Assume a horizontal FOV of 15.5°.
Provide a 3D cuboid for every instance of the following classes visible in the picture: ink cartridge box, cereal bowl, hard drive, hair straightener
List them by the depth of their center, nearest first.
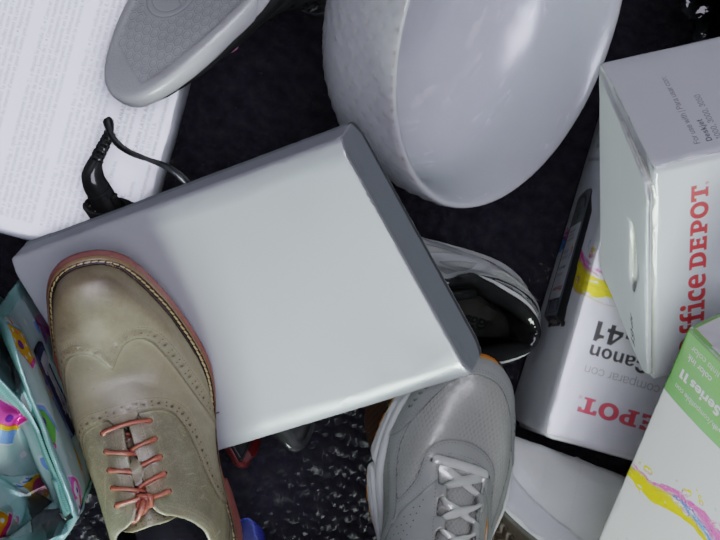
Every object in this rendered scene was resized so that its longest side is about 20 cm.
[{"bbox_3d":[0.184,0.098,1.244,0.117,0.200,0.067,-21,54,-35],"label":"ink cartridge box"},{"bbox_3d":[0.216,-0.043,1.248,0.200,0.085,0.145,-14,136,-8],"label":"ink cartridge box"},{"bbox_3d":[-0.057,0.017,1.275,0.200,0.026,0.132,-19,111,30],"label":"hard drive"},{"bbox_3d":[0.046,-0.135,1.310,0.083,0.200,0.200,22,89,33],"label":"cereal bowl"},{"bbox_3d":[-0.073,0.007,1.318,0.077,0.041,0.200,-16,112,29],"label":"hair straightener"},{"bbox_3d":[-0.187,-0.105,1.339,0.200,0.057,0.163,15,91,-3],"label":"ink cartridge box"},{"bbox_3d":[0.179,0.006,1.365,0.148,0.086,0.200,16,89,-8],"label":"ink cartridge box"}]

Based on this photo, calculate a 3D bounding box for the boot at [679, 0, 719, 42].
[{"bbox_3d":[0.229,-0.178,1.332,0.162,0.073,0.198,-13,76,-23],"label":"boot"}]

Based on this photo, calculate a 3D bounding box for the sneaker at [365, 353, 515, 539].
[{"bbox_3d":[0.039,0.138,1.253,0.076,0.092,0.200,17,87,-20],"label":"sneaker"}]

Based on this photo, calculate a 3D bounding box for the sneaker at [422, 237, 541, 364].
[{"bbox_3d":[0.000,0.000,1.328,0.200,0.115,0.076,15,91,-7],"label":"sneaker"}]

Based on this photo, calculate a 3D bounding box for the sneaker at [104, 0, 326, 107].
[{"bbox_3d":[-0.041,-0.138,1.317,0.071,0.099,0.200,28,72,36],"label":"sneaker"}]

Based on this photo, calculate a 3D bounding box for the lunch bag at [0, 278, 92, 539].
[{"bbox_3d":[-0.213,0.054,1.278,0.200,0.170,0.122,31,96,-7],"label":"lunch bag"}]

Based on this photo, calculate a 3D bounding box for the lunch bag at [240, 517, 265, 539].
[{"bbox_3d":[-0.058,0.226,1.337,0.150,0.094,0.200,1,76,13],"label":"lunch bag"}]

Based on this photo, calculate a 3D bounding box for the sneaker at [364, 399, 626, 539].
[{"bbox_3d":[0.090,0.120,1.354,0.200,0.073,0.085,40,45,24],"label":"sneaker"}]

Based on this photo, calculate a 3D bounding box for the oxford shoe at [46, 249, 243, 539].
[{"bbox_3d":[-0.099,0.086,1.262,0.070,0.075,0.200,-18,113,7],"label":"oxford shoe"}]
